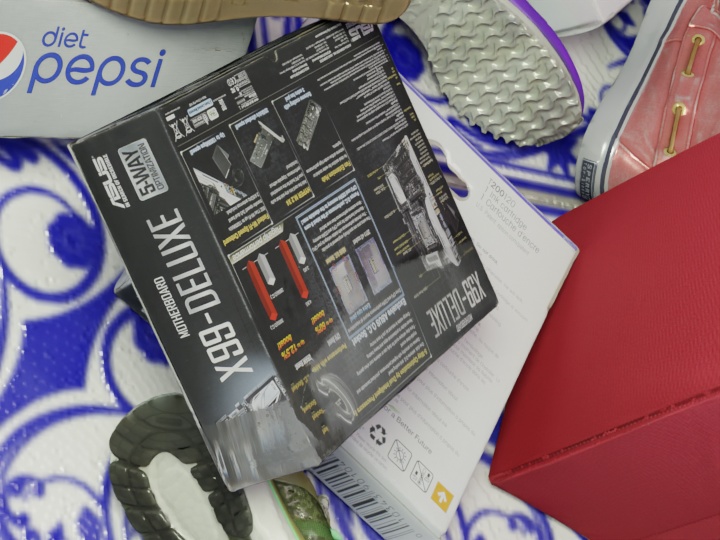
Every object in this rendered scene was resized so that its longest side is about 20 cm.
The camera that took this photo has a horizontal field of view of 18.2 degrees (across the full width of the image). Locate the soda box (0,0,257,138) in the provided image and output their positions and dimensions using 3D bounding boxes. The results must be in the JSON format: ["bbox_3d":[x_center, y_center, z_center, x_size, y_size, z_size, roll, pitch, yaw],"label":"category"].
[{"bbox_3d":[-0.146,-0.101,0.985,0.200,0.068,0.063,-2,31,-41],"label":"soda box"}]

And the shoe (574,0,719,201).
[{"bbox_3d":[0.197,-0.104,1.271,0.091,0.072,0.200,17,52,18],"label":"shoe"}]

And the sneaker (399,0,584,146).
[{"bbox_3d":[0.057,-0.160,1.205,0.200,0.070,0.100,46,41,-17],"label":"sneaker"}]

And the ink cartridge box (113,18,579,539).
[{"bbox_3d":[0.000,0.000,1.095,0.198,0.043,0.200,44,50,-17],"label":"ink cartridge box"}]

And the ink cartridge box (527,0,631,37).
[{"bbox_3d":[0.117,-0.250,1.271,0.163,0.057,0.200,-42,118,-51],"label":"ink cartridge box"}]

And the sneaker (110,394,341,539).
[{"bbox_3d":[-0.025,0.132,0.989,0.200,0.077,0.089,61,33,-3],"label":"sneaker"}]

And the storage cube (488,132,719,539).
[{"bbox_3d":[0.199,0.052,1.146,0.171,0.180,0.200,34,52,-24],"label":"storage cube"}]

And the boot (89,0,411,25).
[{"bbox_3d":[-0.078,-0.179,1.013,0.200,0.072,0.166,10,35,-28],"label":"boot"}]

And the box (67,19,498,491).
[{"bbox_3d":[-0.025,-0.017,0.973,0.200,0.050,0.158,-38,106,-58],"label":"box"}]
